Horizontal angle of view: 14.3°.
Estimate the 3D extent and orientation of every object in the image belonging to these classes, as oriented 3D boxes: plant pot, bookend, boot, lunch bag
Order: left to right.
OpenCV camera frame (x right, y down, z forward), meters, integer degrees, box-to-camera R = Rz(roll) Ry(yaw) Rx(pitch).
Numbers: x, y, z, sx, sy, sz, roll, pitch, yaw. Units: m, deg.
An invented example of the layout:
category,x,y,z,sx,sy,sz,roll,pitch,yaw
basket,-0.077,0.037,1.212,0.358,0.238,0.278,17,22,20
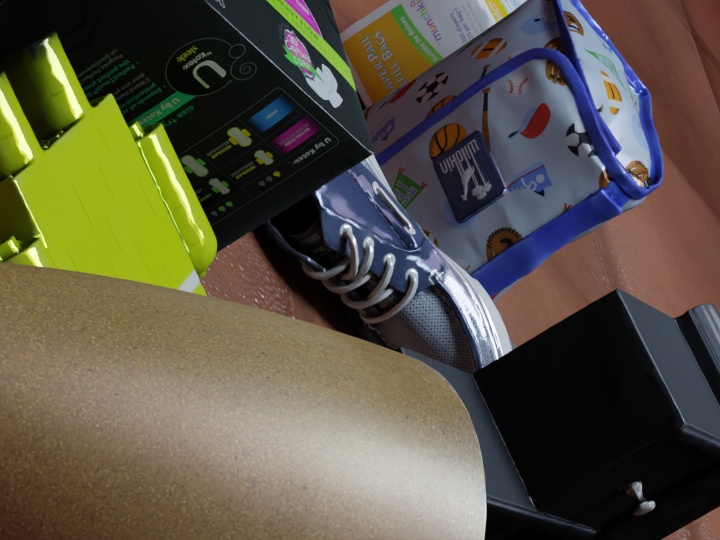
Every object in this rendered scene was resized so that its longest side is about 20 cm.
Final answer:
category,x,y,z,sx,sy,sz,roll,pitch,yaw
plant pot,-0.093,0.078,0.968,0.200,0.186,0.187,27,32,-33
boot,0.000,0.000,1.535,0.200,0.073,0.090,53,23,8
lunch bag,0.082,-0.058,1.674,0.124,0.170,0.200,47,20,-24
bookend,0.070,0.086,1.337,0.199,0.200,0.092,25,36,-63

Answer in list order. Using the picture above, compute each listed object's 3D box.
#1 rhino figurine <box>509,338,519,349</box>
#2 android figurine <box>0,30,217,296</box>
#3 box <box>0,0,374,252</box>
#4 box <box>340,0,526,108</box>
category,x,y,z,sx,sy,sz,roll,pitch,yaw
rhino figurine,0.089,0.114,1.584,0.087,0.060,0.200,16,45,-46
android figurine,-0.106,0.003,1.198,0.200,0.041,0.182,64,21,-11
box,-0.108,-0.120,1.318,0.200,0.124,0.149,40,25,-44
box,0.080,-0.117,1.893,0.113,0.101,0.200,63,17,17
